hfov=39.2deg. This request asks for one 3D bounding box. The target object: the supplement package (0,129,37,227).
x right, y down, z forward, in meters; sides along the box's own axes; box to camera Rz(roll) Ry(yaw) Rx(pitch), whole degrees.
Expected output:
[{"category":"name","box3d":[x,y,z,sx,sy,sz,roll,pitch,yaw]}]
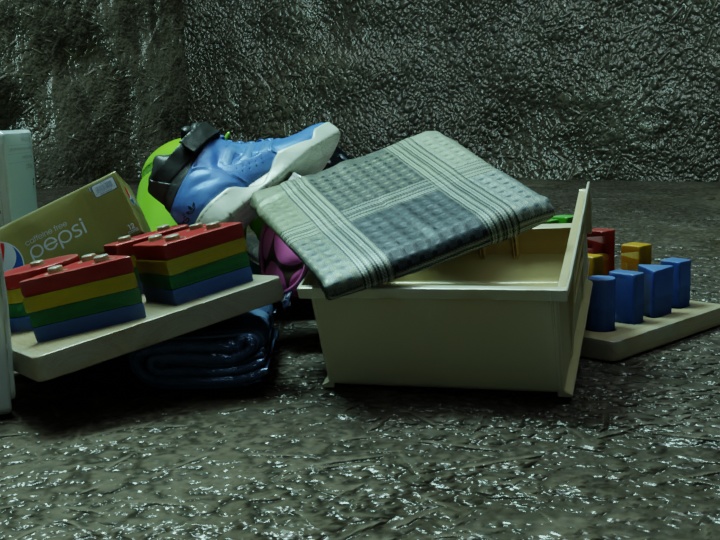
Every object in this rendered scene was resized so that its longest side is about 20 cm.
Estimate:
[{"category":"supplement package","box3d":[-0.409,-0.044,1.067,0.116,0.203,0.117,-3,9,-5]}]

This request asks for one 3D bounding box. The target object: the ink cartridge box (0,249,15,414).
[{"category":"ink cartridge box","box3d":[-0.358,0.039,0.715,0.198,0.147,0.083,-7,8,-29]}]

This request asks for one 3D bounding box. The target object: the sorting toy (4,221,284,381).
[{"category":"sorting toy","box3d":[-0.196,0.014,0.814,0.197,0.070,0.199,-19,11,-30]}]

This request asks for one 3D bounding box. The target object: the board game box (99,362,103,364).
[{"category":"board game box","box3d":[-0.285,0.056,0.978,0.118,0.033,0.200,-6,9,0]}]

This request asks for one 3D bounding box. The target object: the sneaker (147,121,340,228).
[{"category":"sneaker","box3d":[-0.113,-0.109,0.958,0.111,0.077,0.200,40,55,12]}]

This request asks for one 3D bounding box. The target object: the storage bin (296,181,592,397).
[{"category":"storage bin","box3d":[0.081,0.006,0.813,0.197,0.095,0.199,-1,29,19]}]

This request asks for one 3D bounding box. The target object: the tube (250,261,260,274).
[{"category":"tube","box3d":[-0.197,0.023,1.122,0.197,0.051,0.077,-6,-10,-5]}]

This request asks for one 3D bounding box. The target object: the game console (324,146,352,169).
[{"category":"game console","box3d":[0.029,-0.064,1.198,0.031,0.200,0.177,-43,7,5]}]

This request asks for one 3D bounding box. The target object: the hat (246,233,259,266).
[{"category":"hat","box3d":[-0.042,-0.033,1.122,0.198,0.082,0.201,21,9,-4]}]

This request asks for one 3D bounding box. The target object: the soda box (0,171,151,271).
[{"category":"soda box","box3d":[-0.294,-0.013,0.925,0.198,0.065,0.068,-26,-5,-5]}]

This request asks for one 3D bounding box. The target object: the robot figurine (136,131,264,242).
[{"category":"robot figurine","box3d":[-0.173,-0.047,1.031,0.173,0.202,0.116,-10,-28,23]}]

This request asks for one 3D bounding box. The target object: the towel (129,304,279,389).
[{"category":"towel","box3d":[-0.127,0.059,0.858,0.110,0.049,0.200,-3,10,-1]}]

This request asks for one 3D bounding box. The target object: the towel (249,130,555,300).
[{"category":"towel","box3d":[0.025,-0.047,0.809,0.191,0.035,0.200,-21,30,-14]}]

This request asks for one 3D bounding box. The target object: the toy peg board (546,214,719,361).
[{"category":"toy peg board","box3d":[0.210,0.006,0.963,0.199,0.099,0.198,-11,13,-43]}]

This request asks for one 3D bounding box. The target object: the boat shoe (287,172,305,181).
[{"category":"boat shoe","box3d":[0.022,-0.070,0.955,0.198,0.070,0.071,14,13,-24]}]

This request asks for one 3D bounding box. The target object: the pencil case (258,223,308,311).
[{"category":"pencil case","box3d":[0.000,0.000,0.975,0.198,0.092,0.093,8,-12,-41]}]
